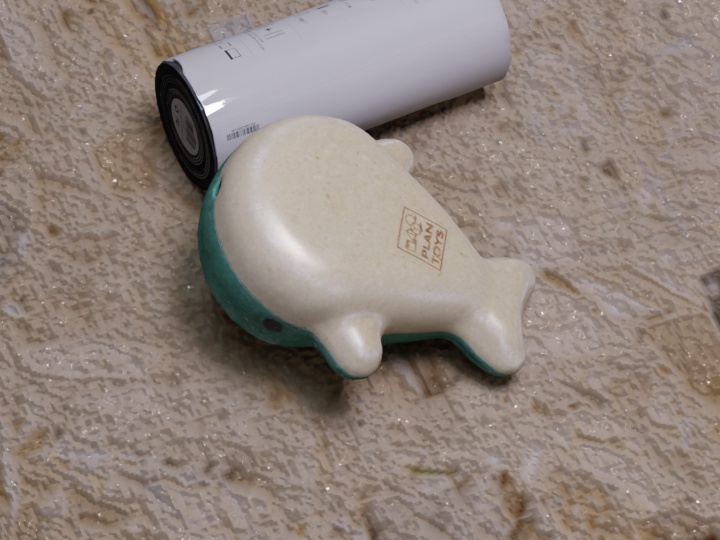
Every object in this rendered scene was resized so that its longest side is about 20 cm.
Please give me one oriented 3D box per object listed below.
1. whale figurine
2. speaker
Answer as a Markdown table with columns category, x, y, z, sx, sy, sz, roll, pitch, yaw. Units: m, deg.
| category | x | y | z | sx | sy | sz | roll | pitch | yaw |
| --- | --- | --- | --- | --- | --- | --- | --- | --- | --- |
| whale figurine | 0.000 | 0.000 | 1.657 | 0.200 | 0.104 | 0.159 | 24 | 53 | -22 |
| speaker | -0.014 | -0.117 | 1.725 | 0.200 | 0.081 | 0.081 | -22 | 63 | -21 |
